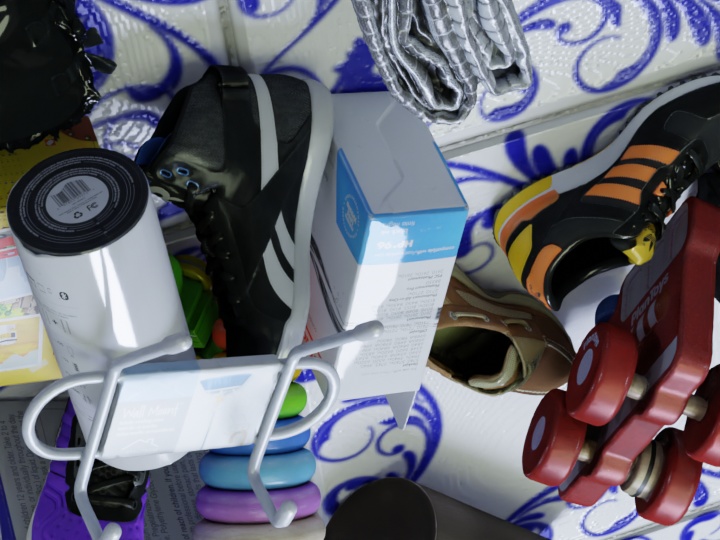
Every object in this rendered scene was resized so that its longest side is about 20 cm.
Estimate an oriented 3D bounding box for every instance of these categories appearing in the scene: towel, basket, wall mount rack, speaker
[{"bbox_3d":[0.010,-0.193,1.097,0.085,0.166,0.200,-24,139,8],"label":"towel"},{"bbox_3d":[0.067,0.250,1.613,0.180,0.136,0.200,-41,133,13],"label":"basket"},{"bbox_3d":[-0.079,0.076,1.168,0.199,0.075,0.174,-4,132,-31],"label":"wall mount rack"},{"bbox_3d":[-0.141,0.027,1.199,0.081,0.081,0.200,-18,139,-7],"label":"speaker"}]

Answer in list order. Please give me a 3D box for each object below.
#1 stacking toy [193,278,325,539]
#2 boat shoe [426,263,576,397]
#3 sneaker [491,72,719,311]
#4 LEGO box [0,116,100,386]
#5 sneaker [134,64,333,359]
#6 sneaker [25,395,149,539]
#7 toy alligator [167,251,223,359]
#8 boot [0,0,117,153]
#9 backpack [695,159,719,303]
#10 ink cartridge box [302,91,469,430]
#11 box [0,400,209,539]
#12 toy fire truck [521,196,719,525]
[{"bbox_3d":[-0.069,0.077,1.335,0.085,0.085,0.201,-4,92,-22],"label":"stacking toy"},{"bbox_3d":[0.084,0.055,1.454,0.076,0.074,0.200,-44,138,21],"label":"boat shoe"},{"bbox_3d":[0.187,-0.045,1.388,0.200,0.090,0.070,-33,138,9],"label":"sneaker"},{"bbox_3d":[-0.251,-0.003,1.235,0.199,0.077,0.149,-7,136,-19],"label":"LEGO box"},{"bbox_3d":[-0.088,-0.022,1.250,0.112,0.073,0.201,9,88,-23],"label":"sneaker"},{"bbox_3d":[-0.161,0.118,1.312,0.069,0.200,0.100,13,130,-13],"label":"sneaker"},{"bbox_3d":[-0.111,0.048,1.376,0.054,0.059,0.200,7,148,27],"label":"toy alligator"},{"bbox_3d":[-0.240,-0.125,1.124,0.198,0.073,0.163,-20,142,-5],"label":"boot"},{"bbox_3d":[0.341,-0.016,1.461,0.199,0.167,0.127,-13,157,-17],"label":"backpack"},{"bbox_3d":[0.000,0.000,1.327,0.068,0.116,0.200,-6,135,-20],"label":"ink cartridge box"},{"bbox_3d":[-0.154,0.189,1.401,0.199,0.184,0.105,3,134,-27],"label":"box"},{"bbox_3d":[0.191,0.066,1.433,0.112,0.168,0.200,19,142,-8],"label":"toy fire truck"}]
